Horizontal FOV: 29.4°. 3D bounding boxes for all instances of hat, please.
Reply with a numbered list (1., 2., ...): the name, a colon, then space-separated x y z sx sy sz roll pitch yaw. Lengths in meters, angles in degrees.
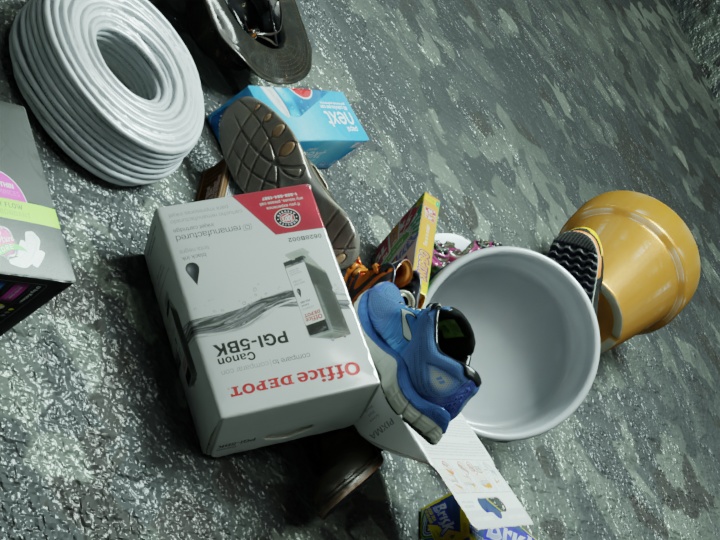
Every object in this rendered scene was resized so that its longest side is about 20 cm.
1. hat: -0.140 -0.279 1.491 0.201 0.081 0.201 34 43 -40

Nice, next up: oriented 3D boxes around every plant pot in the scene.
1. plant pot: 0.332 0.018 1.858 0.200 0.200 0.183 56 43 -3

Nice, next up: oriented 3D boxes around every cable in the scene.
1. cable: -0.224 -0.174 1.247 0.200 0.069 0.200 -5 66 -60

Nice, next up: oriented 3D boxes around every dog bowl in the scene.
1. dog bowl: 0.145 0.077 1.446 0.200 0.200 0.079 57 -8 -1

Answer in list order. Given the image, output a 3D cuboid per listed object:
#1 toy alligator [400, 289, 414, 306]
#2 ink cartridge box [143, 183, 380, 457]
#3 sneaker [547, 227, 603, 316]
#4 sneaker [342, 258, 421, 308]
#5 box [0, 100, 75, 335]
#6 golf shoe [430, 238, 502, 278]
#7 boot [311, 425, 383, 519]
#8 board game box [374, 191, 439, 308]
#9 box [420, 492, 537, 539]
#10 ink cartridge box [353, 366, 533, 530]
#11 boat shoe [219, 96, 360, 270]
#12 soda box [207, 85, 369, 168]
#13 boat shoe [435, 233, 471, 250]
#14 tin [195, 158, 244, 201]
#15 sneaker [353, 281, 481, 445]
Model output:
1. toy alligator: -0.019 0.057 1.257 0.200 0.054 0.059 -20 104 -28
2. ink cartridge box: -0.086 0.039 1.165 0.147 0.083 0.200 -11 65 -22
3. sneaker: 0.239 0.049 1.544 0.090 0.070 0.201 -23 124 -65
4. sneaker: 0.000 0.000 1.386 0.078 0.112 0.200 13 51 -54
5. box: -0.313 -0.036 0.894 0.200 0.124 0.149 9 54 -54
6. golf shoe: 0.123 0.015 1.581 0.200 0.092 0.073 1 40 -44
7. boot: -0.030 0.150 1.238 0.097 0.075 0.200 46 17 -1
8. board game box: 0.042 0.005 1.469 0.030 0.096 0.200 30 34 -16
9. box: 0.145 0.299 1.364 0.200 0.064 0.070 41 31 -28
10. ink cartridge box: 0.062 0.160 1.249 0.200 0.050 0.161 58 17 21
11. boat shoe: -0.071 -0.078 1.340 0.200 0.074 0.073 58 1 11
12. soda box: -0.075 -0.152 1.479 0.200 0.064 0.068 -9 69 -62
13. boat shoe: 0.130 -0.004 1.658 0.200 0.068 0.072 9 91 -31
14. tin: -0.110 -0.035 1.328 0.112 0.042 0.200 47 28 -29
15. sneaker: 0.056 0.065 1.185 0.079 0.089 0.200 45 8 -33
